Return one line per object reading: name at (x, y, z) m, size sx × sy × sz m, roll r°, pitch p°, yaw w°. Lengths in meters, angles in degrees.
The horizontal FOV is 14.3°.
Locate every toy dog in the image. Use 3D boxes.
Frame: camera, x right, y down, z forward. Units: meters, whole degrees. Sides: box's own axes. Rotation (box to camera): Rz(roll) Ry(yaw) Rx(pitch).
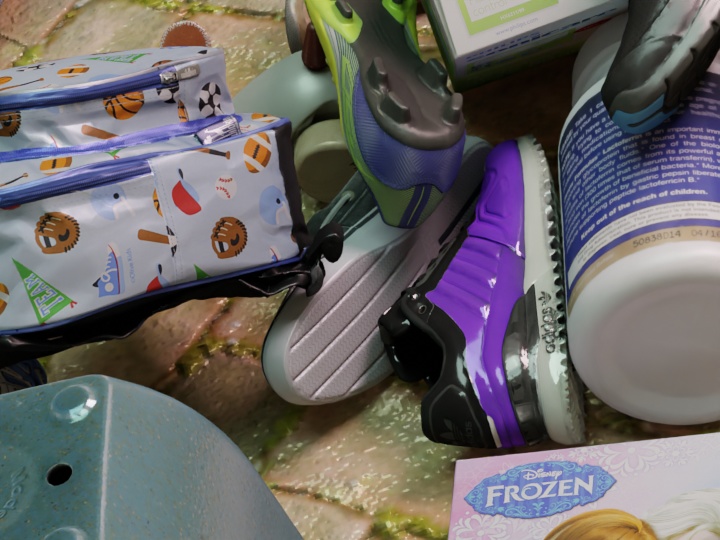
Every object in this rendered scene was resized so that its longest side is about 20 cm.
toy dog at (-0.073, -0.088, 1.578) m, size 0.199 × 0.097 × 0.132 m, roll -22°, pitch 42°, yaw -1°

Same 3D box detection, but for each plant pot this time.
plant pot at (-0.133, 0.160, 1.272) m, size 0.195 × 0.200 × 0.197 m, roll -12°, pitch 43°, yaw 10°

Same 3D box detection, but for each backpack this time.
backpack at (-0.141, -0.029, 1.415) m, size 0.190 × 0.155 × 0.200 m, roll -26°, pitch 10°, yaw -37°

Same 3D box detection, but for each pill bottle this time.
pill bottle at (0.155, -0.032, 1.413) m, size 0.115 × 0.116 × 0.200 m, roll -11°, pitch 44°, yaw 11°

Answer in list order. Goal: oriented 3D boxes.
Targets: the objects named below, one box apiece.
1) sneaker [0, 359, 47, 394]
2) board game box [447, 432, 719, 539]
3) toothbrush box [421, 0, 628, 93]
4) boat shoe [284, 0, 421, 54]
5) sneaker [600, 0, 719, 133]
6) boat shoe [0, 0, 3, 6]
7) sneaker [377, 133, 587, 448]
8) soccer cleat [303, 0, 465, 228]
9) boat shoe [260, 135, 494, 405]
sneaker at (-0.190, 0.067, 1.481) m, size 0.200 × 0.076 × 0.077 m, roll 26°, pitch 64°, yaw 38°
board game box at (0.133, 0.161, 1.279) m, size 0.199 × 0.041 × 0.200 m, roll -8°, pitch 44°, yaw 15°
toothbrush box at (0.103, -0.163, 1.509) m, size 0.145 × 0.200 × 0.086 m, roll -20°, pitch 87°, yaw 1°
boat shoe at (0.025, -0.191, 1.663) m, size 0.072 × 0.076 × 0.200 m, roll 15°, pitch 55°, yaw 31°
sneaker at (0.151, -0.157, 1.373) m, size 0.082 × 0.073 × 0.200 m, roll 25°, pitch 70°, yaw 4°
boat shoe at (-0.225, -0.210, 1.793) m, size 0.071 × 0.091 × 0.201 m, roll 4°, pitch 75°, yaw 26°
sneaker at (0.056, 0.010, 1.442) m, size 0.099 × 0.070 × 0.201 m, roll -12°, pitch 42°, yaw 11°
soccer cleat at (0.004, -0.100, 1.487) m, size 0.064 × 0.084 × 0.200 m, roll 2°, pitch 37°, yaw -18°
boat shoe at (0.000, 0.000, 1.489) m, size 0.071 × 0.072 × 0.200 m, roll 5°, pitch 37°, yaw 37°
